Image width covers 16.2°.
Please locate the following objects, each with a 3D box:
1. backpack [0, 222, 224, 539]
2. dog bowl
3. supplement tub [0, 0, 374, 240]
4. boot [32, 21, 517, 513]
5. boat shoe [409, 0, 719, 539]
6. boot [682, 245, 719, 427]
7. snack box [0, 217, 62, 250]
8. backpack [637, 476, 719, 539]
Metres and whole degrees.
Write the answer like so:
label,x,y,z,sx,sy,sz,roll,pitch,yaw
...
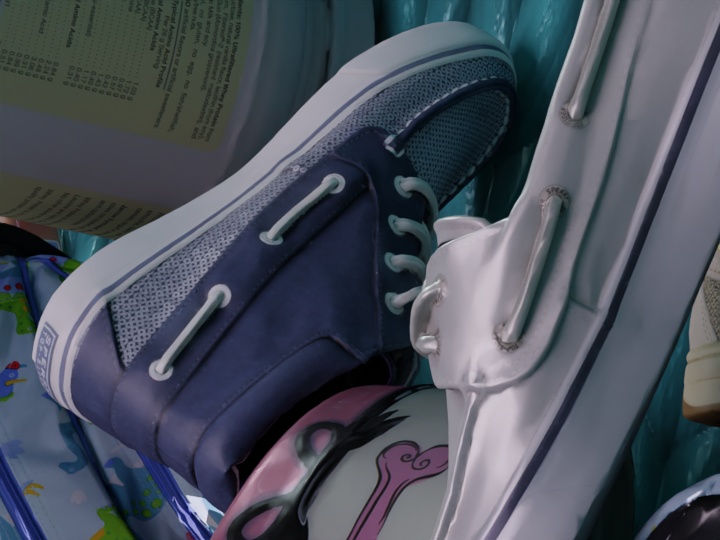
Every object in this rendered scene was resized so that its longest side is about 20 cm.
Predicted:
label,x,y,z,sx,sy,sz,roll,pitch,yaw
backpack,-0.085,0.092,0.843,0.200,0.153,0.164,-103,-8,-51
dog bowl,0.006,0.122,0.722,0.073,0.200,0.201,19,107,23
supplement tub,-0.110,-0.088,0.924,0.145,0.199,0.146,-26,58,53
boot,0.000,0.000,0.795,0.090,0.200,0.073,33,149,33
boat shoe,0.045,0.008,0.610,0.072,0.065,0.201,16,-83,-82
boot,0.149,-0.046,0.633,0.200,0.072,0.156,-19,69,57
snack box,-0.153,0.046,1.162,0.072,0.024,0.201,-46,50,45
backpack,0.112,0.132,0.605,0.163,0.153,0.201,40,140,42
